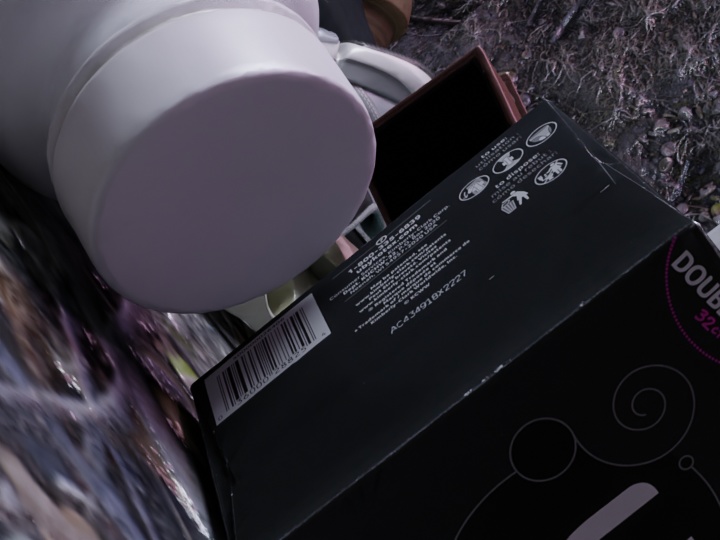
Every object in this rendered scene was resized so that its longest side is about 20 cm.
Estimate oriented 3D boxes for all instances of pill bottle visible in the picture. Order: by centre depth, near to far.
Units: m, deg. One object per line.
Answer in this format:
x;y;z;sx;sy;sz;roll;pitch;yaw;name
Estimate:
-0.078;-0.085;0.529;0.200;0.114;0.114;56;6;38;pill bottle

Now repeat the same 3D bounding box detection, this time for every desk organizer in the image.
0.062;0.022;0.634;0.200;0.072;0.077;65;9;9;desk organizer

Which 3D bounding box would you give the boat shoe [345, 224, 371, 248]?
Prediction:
0.000;0.002;0.842;0.202;0.063;0.074;57;-23;32;boat shoe

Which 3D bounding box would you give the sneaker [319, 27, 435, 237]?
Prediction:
-0.065;-0.059;0.737;0.199;0.116;0.075;14;-4;-18;sneaker

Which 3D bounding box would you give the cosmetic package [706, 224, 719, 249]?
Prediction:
0.143;0.103;0.737;0.168;0.200;0.166;53;5;10;cosmetic package

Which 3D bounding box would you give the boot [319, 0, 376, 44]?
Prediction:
-0.052;-0.137;1.049;0.203;0.073;0.154;-31;102;-48;boot

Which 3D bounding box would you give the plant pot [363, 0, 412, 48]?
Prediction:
-0.066;-0.171;1.217;0.200;0.093;0.201;8;-8;1;plant pot

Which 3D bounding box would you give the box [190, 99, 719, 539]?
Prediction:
0.071;0.081;0.495;0.200;0.148;0.124;50;4;-22;box

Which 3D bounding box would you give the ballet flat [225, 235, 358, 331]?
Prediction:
-0.027;0.012;0.691;0.200;0.069;0.070;47;6;-34;ballet flat
